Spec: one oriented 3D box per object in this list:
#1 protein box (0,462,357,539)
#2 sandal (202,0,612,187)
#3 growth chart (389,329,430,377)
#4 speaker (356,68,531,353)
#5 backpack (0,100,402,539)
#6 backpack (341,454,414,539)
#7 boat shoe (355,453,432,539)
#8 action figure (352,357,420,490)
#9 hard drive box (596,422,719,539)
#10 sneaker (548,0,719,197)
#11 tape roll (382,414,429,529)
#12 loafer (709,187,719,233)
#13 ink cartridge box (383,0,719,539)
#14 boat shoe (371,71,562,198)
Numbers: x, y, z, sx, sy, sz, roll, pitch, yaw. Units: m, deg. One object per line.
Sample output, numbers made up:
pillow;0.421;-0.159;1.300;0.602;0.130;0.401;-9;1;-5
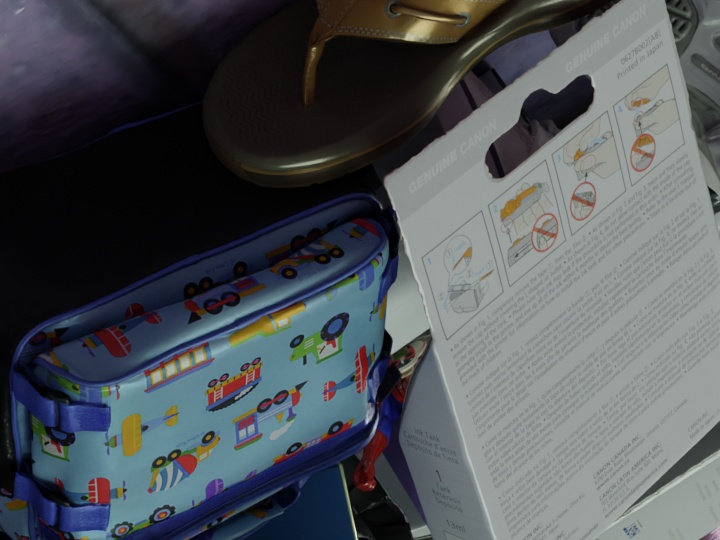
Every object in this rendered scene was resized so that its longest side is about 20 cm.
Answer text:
protein box;-0.093;0.196;1.150;0.198;0.201;0.135;-13;-173;-10
sandal;0.024;-0.105;0.950;0.200;0.080;0.054;-31;143;-9
growth chart;0.068;-0.010;1.192;0.200;0.018;0.145;-35;-164;3
speaker;0.000;0.000;1.124;0.200;0.081;0.081;-35;159;6
backpack;-0.080;0.046;0.987;0.182;0.135;0.200;-21;140;-28
backpack;-0.072;0.161;1.289;0.200;0.167;0.127;-28;-168;-14
boat shoe;0.061;0.129;1.486;0.199;0.071;0.064;-7;159;-14
action figure;0.040;0.107;1.244;0.065;0.201;0.099;-21;179;28
hard drive box;0.192;0.068;1.310;0.200;0.077;0.156;-34;160;2
sneaker;0.167;-0.064;1.082;0.078;0.200;0.099;-44;172;5
tape roll;0.100;0.054;1.375;0.200;0.085;0.200;-27;159;-12
loafer;0.130;-0.003;1.203;0.200;0.072;0.073;-28;-162;31
ink cartridge box;0.074;0.006;0.989;0.161;0.050;0.200;-38;123;-31
boat shoe;0.063;-0.030;1.049;0.070;0.200;0.071;-40;-156;-23
